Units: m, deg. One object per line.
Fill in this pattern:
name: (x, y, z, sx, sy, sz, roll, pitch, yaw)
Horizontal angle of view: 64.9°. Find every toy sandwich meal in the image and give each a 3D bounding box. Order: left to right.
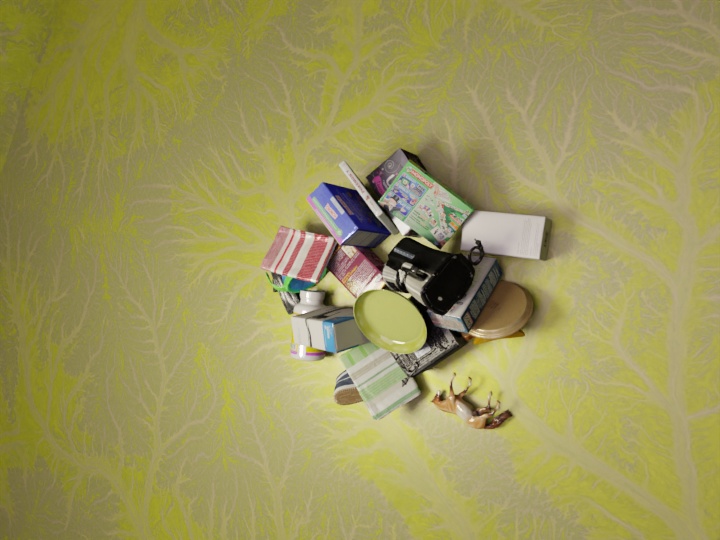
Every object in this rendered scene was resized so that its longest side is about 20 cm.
toy sandwich meal: (0.329, 0.109, 1.404, 0.205, 0.070, 0.205, -15, 40, 14)

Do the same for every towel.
towel: (-0.177, -0.047, 1.604, 0.200, 0.023, 0.144, 14, 70, 28)
towel: (0.052, 0.282, 1.529, 0.149, 0.031, 0.200, -29, 81, -11)

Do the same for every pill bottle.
pill bottle: (-0.148, 0.160, 1.670, 0.104, 0.104, 0.200, 6, 92, 29)

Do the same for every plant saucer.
plant saucer: (0.077, 0.121, 1.407, 0.200, 0.031, 0.200, 18, 132, 21)

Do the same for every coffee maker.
coffee maker: (0.174, -0.004, 1.382, 0.200, 0.192, 0.135, 31, 146, 57)

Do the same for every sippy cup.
sippy cup: (-0.189, -0.024, 1.679, 0.130, 0.178, 0.140, 54, 137, 24)

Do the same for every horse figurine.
horse figurine: (0.283, 0.350, 1.457, 0.200, 0.050, 0.133, 30, 116, 19)

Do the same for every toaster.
toaster: (0.158, 0.171, 1.492, 0.200, 0.119, 0.181, -40, 71, 22)

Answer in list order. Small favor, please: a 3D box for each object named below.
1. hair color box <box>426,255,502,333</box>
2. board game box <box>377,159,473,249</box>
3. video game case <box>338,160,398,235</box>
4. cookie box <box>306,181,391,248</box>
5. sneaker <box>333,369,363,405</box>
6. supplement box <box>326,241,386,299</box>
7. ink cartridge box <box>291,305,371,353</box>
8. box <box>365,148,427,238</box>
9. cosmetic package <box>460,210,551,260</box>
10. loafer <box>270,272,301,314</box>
hair color box: (0.259, 0.054, 1.396, 0.100, 0.061, 0.200, 8, 50, 43)
board game box: (0.161, -0.162, 1.408, 0.200, 0.029, 0.135, 37, 115, -3)
video game case: (0.026, -0.190, 1.525, 0.023, 0.200, 0.182, -37, 72, 6)
cookie box: (-0.029, -0.149, 1.552, 0.075, 0.200, 0.171, -43, 70, 21)
sneaker: (0.023, 0.320, 1.596, 0.200, 0.109, 0.070, -5, 111, -2)
supplement box: (0.000, 0.000, 1.599, 0.200, 0.086, 0.110, 46, 110, 21)
ink cartridge box: (-0.074, 0.155, 1.535, 0.200, 0.144, 0.084, 2, 102, 50)
box: (0.129, -0.203, 1.514, 0.132, 0.115, 0.200, -37, 72, 23)
cosmetic package: (0.359, -0.088, 1.404, 0.200, 0.085, 0.108, 10, 93, 29)
loafer: (-0.245, 0.042, 1.744, 0.070, 0.068, 0.201, -35, 77, 15)
